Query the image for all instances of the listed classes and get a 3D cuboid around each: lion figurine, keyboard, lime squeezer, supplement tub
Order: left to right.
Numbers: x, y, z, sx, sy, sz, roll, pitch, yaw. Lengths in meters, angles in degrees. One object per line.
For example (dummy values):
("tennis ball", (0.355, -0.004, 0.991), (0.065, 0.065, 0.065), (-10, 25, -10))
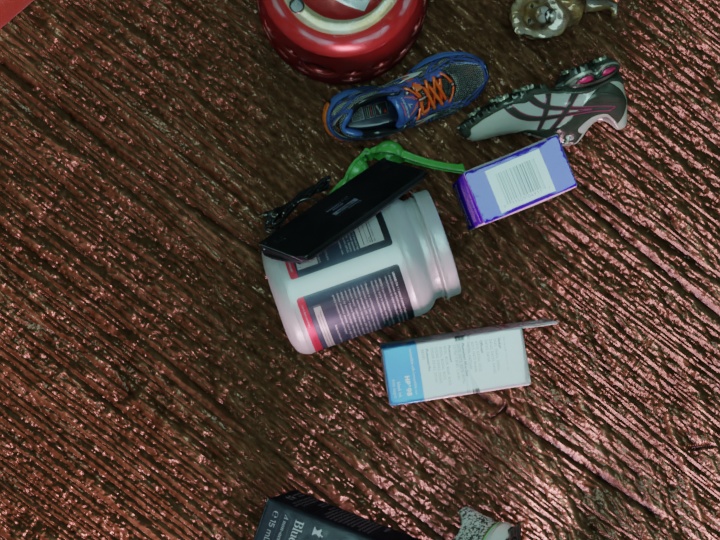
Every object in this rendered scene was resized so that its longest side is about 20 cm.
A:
("keyboard", (-0.031, -0.069, 1.553), (0.200, 0.127, 0.021), (-35, 126, -30))
("supplement tub", (0.000, 0.000, 1.581), (0.199, 0.140, 0.141), (-19, 90, 0))
("lime squeezer", (0.017, -0.108, 1.631), (0.199, 0.038, 0.071), (-21, 86, 1))
("lion figurine", (0.242, -0.358, 1.628), (0.121, 0.073, 0.202), (7, 76, 7))

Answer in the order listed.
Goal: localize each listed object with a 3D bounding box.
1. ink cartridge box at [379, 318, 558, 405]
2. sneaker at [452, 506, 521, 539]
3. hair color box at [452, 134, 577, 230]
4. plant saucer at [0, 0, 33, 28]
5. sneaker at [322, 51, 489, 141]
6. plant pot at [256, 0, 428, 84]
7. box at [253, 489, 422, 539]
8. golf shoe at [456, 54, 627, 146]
("ink cartridge box", (0.124, 0.102, 1.593), (0.198, 0.116, 0.067), (-9, 90, 0))
("sneaker", (0.105, 0.361, 1.629), (0.088, 0.077, 0.201), (32, 91, 31))
("hair color box", (0.165, -0.094, 1.552), (0.109, 0.200, 0.065), (-22, 88, 0))
("plant saucer", (-0.466, -0.375, 1.632), (0.199, 0.037, 0.200), (-40, 91, 0))
("sneaker", (0.055, -0.189, 1.606), (0.199, 0.078, 0.076), (-23, 108, 2))
("plant pot", (-0.019, -0.318, 1.564), (0.199, 0.183, 0.202), (0, 88, -2))
("box", (-0.033, 0.374, 1.572), (0.199, 0.117, 0.198), (19, 89, 12))
("golf shoe", (0.212, -0.176, 1.617), (0.199, 0.077, 0.089), (-19, 97, 0))
